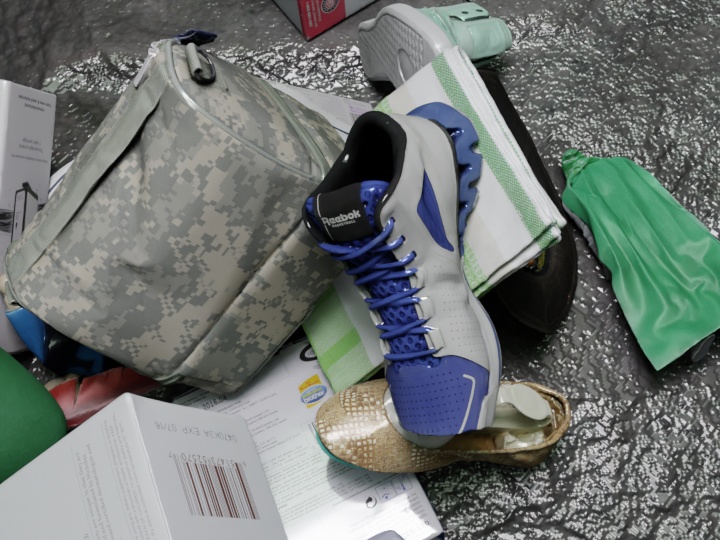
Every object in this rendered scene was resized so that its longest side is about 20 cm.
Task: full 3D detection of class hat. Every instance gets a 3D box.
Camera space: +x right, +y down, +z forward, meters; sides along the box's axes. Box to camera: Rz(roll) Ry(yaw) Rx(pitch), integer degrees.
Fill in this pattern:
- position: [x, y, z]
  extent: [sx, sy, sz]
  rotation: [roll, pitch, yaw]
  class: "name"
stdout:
- position: [0.086, -0.043, 0.812]
  extent: [0.080, 0.200, 0.203]
  rotation: [-17, 58, 32]
  class: "hat"
- position: [-0.210, 0.126, 0.717]
  extent: [0.175, 0.166, 0.201]
  rotation: [31, 100, -17]
  class: "hat"

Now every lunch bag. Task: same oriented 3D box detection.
- position: [-0.109, -0.036, 0.691]
  extent: [0.200, 0.167, 0.140]
  rotation: [-47, 53, 19]
  class: "lunch bag"

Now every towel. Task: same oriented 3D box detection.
- position: [0.026, -0.029, 0.720]
  extent: [0.200, 0.031, 0.150]
  rotation: [-39, 64, 29]
  class: "towel"

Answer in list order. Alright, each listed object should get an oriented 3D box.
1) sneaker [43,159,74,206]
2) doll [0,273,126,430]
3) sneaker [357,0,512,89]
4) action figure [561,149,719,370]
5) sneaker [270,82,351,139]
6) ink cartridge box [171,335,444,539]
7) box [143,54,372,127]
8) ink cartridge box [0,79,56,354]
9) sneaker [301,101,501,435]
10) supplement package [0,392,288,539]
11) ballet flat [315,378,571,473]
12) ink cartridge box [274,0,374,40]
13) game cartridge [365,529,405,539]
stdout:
- position: [-0.154, -0.062, 0.865]
  extent: [0.198, 0.079, 0.080]
  rotation: [-21, 53, -9]
  class: "sneaker"
- position: [-0.199, 0.021, 0.806]
  extent: [0.048, 0.135, 0.202]
  rotation: [28, 102, 56]
  class: "doll"
- position: [0.074, -0.185, 0.869]
  extent: [0.117, 0.075, 0.200]
  rotation: [-14, 18, -9]
  class: "sneaker"
- position: [0.216, -0.025, 0.839]
  extent: [0.117, 0.055, 0.201]
  rotation: [-27, 58, -8]
  class: "action figure"
- position: [-0.038, -0.079, 0.814]
  extent: [0.198, 0.077, 0.081]
  rotation: [13, 31, -31]
  class: "sneaker"
- position: [-0.043, 0.131, 0.764]
  extent: [0.135, 0.077, 0.201]
  rotation: [-24, 66, -9]
  class: "ink cartridge box"
- position: [-0.077, -0.123, 0.857]
  extent: [0.198, 0.039, 0.042]
  rotation: [7, 44, -32]
  class: "box"
- position: [-0.318, -0.043, 0.820]
  extent: [0.144, 0.084, 0.203]
  rotation: [7, 92, 10]
  class: "ink cartridge box"
- position: [0.017, -0.004, 0.634]
  extent: [0.080, 0.115, 0.202]
  rotation: [-8, 84, 38]
  class: "sneaker"
- position: [-0.160, 0.181, 0.679]
  extent: [0.199, 0.117, 0.118]
  rotation: [-35, 62, 20]
  class: "supplement package"
- position: [0.063, 0.094, 0.726]
  extent: [0.198, 0.065, 0.071]
  rotation: [4, 54, -37]
  class: "ballet flat"
- position: [0.007, -0.318, 0.951]
  extent: [0.199, 0.146, 0.084]
  rotation: [-33, 64, -13]
  class: "ink cartridge box"
- position: [-0.011, 0.266, 0.671]
  extent: [0.133, 0.040, 0.200]
  rotation: [44, 82, -11]
  class: "game cartridge"
